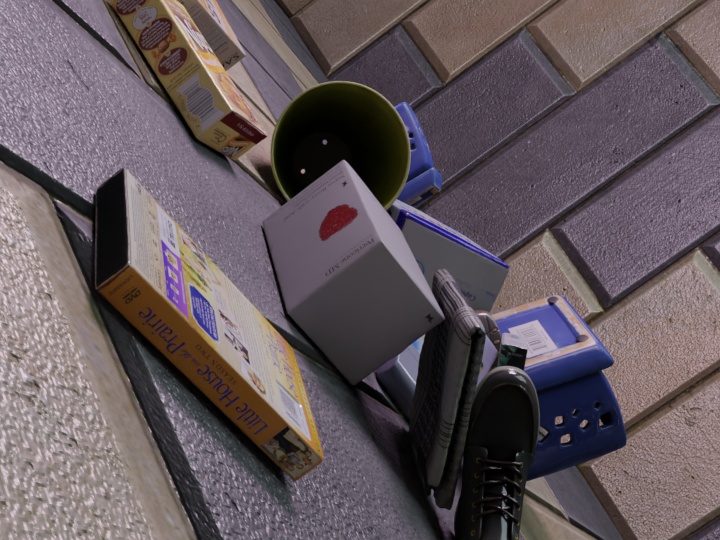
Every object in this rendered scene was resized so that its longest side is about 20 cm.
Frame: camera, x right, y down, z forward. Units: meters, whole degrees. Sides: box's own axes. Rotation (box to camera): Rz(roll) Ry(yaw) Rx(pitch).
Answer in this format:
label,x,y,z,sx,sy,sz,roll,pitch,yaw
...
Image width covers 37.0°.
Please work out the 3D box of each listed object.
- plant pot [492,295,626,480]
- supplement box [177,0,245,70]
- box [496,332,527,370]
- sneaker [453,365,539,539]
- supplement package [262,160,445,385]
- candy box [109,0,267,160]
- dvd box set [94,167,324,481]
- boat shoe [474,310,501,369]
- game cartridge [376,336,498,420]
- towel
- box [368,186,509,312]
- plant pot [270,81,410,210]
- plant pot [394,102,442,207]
label,x,y,z,sx,sy,sz,roll,pitch,yaw
plant pot,0.260,0.162,1.580,0.200,0.198,0.181,-117,-167,-57
supplement box,-0.240,-0.345,1.360,0.200,0.073,0.127,45,13,-55
box,0.174,0.184,1.340,0.144,0.036,0.202,-11,109,-82
sneaker,0.136,0.200,1.030,0.106,0.074,0.202,-85,-178,-74
supplement package,-0.012,-0.003,1.130,0.120,0.121,0.200,50,8,-30
candy box,-0.193,-0.229,1.219,0.201,0.055,0.115,57,8,13
dvd box set,-0.104,0.035,0.734,0.200,0.029,0.147,50,9,-31
boat shoe,0.147,0.146,1.461,0.072,0.075,0.202,-130,-139,-67
game cartridge,0.095,0.105,1.316,0.134,0.040,0.200,50,38,-9
towel,0.080,0.118,1.111,0.193,0.034,0.202,-112,-151,-71
box,0.083,-0.022,1.521,0.183,0.106,0.200,25,8,-23
plant pot,-0.041,-0.153,1.494,0.188,0.187,0.200,54,-7,-6
plant pot,0.062,-0.213,2.257,0.181,0.199,0.200,62,8,5
